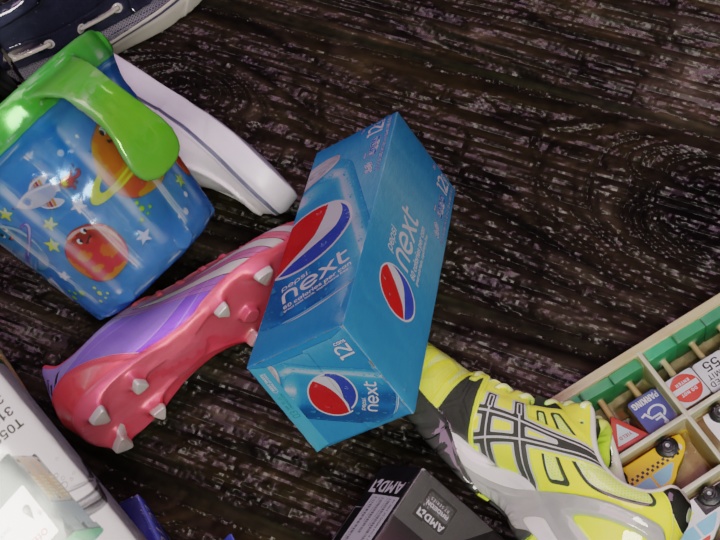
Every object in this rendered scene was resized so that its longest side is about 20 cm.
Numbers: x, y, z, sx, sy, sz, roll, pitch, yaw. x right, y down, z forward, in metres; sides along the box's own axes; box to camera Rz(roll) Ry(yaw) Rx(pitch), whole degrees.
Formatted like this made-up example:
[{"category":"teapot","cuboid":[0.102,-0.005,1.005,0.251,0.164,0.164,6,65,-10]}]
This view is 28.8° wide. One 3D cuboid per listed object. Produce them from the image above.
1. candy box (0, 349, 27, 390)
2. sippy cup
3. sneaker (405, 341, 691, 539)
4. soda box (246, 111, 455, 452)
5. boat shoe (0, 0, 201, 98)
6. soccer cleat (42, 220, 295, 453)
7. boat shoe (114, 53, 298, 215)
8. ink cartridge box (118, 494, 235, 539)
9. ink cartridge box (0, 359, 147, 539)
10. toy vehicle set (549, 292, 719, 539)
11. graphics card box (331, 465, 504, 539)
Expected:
[{"category":"candy box","cuboid":[-0.229,0.105,0.772,0.115,0.055,0.200,-35,36,-12]},{"category":"sippy cup","cuboid":[-0.162,-0.048,0.825,0.140,0.178,0.130,-42,101,4]},{"category":"sneaker","cuboid":[0.091,0.095,0.740,0.076,0.075,0.200,-47,58,0]},{"category":"soda box","cuboid":[0.000,0.000,0.778,0.064,0.068,0.201,-25,29,26]},{"category":"boat shoe","cuboid":[-0.181,-0.203,0.967,0.200,0.093,0.075,-42,61,-14]},{"category":"soccer cleat","cuboid":[-0.100,0.026,0.838,0.200,0.067,0.076,-39,49,-13]},{"category":"boat shoe","cuboid":[-0.127,-0.078,0.905,0.200,0.074,0.066,34,86,29]},{"category":"ink cartridge box","cuboid":[-0.139,0.214,0.725,0.199,0.076,0.137,-29,59,-9]},{"category":"ink cartridge box","cuboid":[-0.185,0.131,0.637,0.146,0.084,0.200,-40,92,-12]},{"category":"toy vehicle set","cuboid":[0.211,0.077,0.768,0.199,0.027,0.124,-31,59,-8]},{"category":"graphics card box","cuboid":[0.009,0.210,0.676,0.125,0.051,0.200,43,68,-15]}]
